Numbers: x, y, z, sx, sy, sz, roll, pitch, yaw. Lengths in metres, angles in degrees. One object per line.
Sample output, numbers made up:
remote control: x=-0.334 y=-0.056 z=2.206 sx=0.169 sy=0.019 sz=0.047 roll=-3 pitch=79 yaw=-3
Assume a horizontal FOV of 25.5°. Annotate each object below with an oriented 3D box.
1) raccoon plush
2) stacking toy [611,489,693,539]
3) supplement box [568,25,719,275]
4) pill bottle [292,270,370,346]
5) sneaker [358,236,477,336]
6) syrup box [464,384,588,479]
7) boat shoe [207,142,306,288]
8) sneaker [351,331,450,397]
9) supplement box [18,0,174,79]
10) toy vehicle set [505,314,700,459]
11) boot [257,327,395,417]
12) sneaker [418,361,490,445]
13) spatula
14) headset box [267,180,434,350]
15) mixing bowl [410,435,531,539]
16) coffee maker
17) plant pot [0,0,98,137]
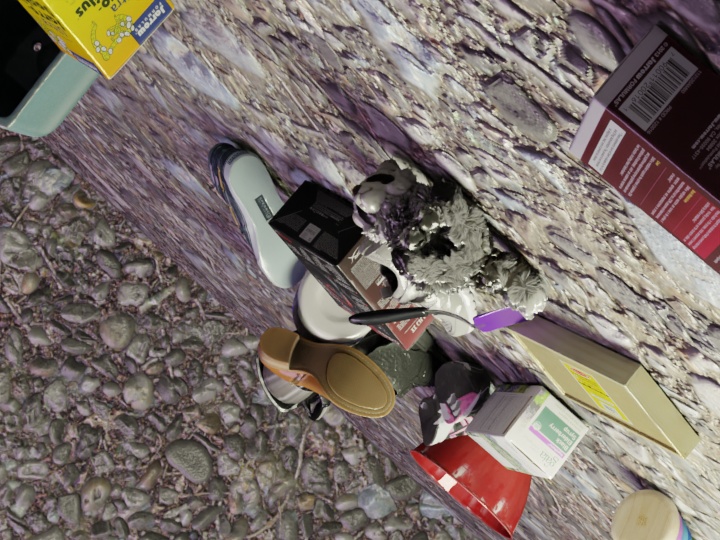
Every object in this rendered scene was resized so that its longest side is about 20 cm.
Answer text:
raccoon plush: x=0.072 y=-0.022 z=1.519 sx=0.200 sy=0.097 sz=0.134 roll=47 pitch=177 yaw=-28
stacking toy: x=0.379 y=0.340 z=1.940 sx=0.085 sy=0.086 sz=0.200 roll=32 pitch=173 yaw=41
supplement box: x=0.220 y=-0.043 z=0.923 sx=0.200 sy=0.061 sz=0.109 roll=41 pitch=171 yaw=7
pill bottle: x=-0.035 y=0.049 z=2.138 sx=0.114 sy=0.114 sz=0.200 roll=41 pitch=170 yaw=1
sneaker: x=0.057 y=0.007 z=1.666 sx=0.201 sy=0.082 sz=0.075 roll=55 pitch=178 yaw=-41
syrup box: x=0.201 y=0.195 z=1.953 sx=0.079 sy=0.082 sz=0.200 roll=40 pitch=170 yaw=-5
boat shoe: x=-0.133 y=-0.076 z=2.064 sx=0.091 sy=0.070 sz=0.202 roll=35 pitch=151 yaw=59
sneaker: x=0.062 y=0.135 z=2.160 sx=0.060 sy=0.104 sz=0.200 roll=31 pitch=166 yaw=41
supplement box: x=-0.303 y=-0.313 z=1.631 sx=0.109 sy=0.110 sz=0.200 roll=32 pitch=167 yaw=42
toy vehicle set: x=0.241 y=0.112 z=1.602 sx=0.124 sy=0.027 sz=0.200 roll=48 pitch=168 yaw=-32
boot: x=-0.045 y=0.142 z=2.089 sx=0.198 sy=0.077 sz=0.155 roll=21 pitch=168 yaw=6
sneaker: x=0.143 y=0.172 z=2.132 sx=0.200 sy=0.085 sz=0.081 roll=126 pitch=134 yaw=-64
spatula: x=0.082 y=0.048 z=1.631 sx=0.198 sy=0.021 sz=0.057 roll=0 pitch=162 yaw=18
headset box: x=0.000 y=0.000 z=1.906 sx=0.148 sy=0.075 sz=0.200 roll=31 pitch=165 yaw=47
mixing bowl: x=0.183 y=0.295 z=2.373 sx=0.200 sy=0.109 sz=0.200 roll=41 pitch=171 yaw=8
coffee maker: x=-0.045 y=0.117 z=2.400 sx=0.135 sy=0.192 sz=0.200 roll=44 pitch=155 yaw=-9
plant pot: x=-0.411 y=-0.286 z=1.975 sx=0.196 sy=0.196 sz=0.200 roll=39 pitch=180 yaw=13
